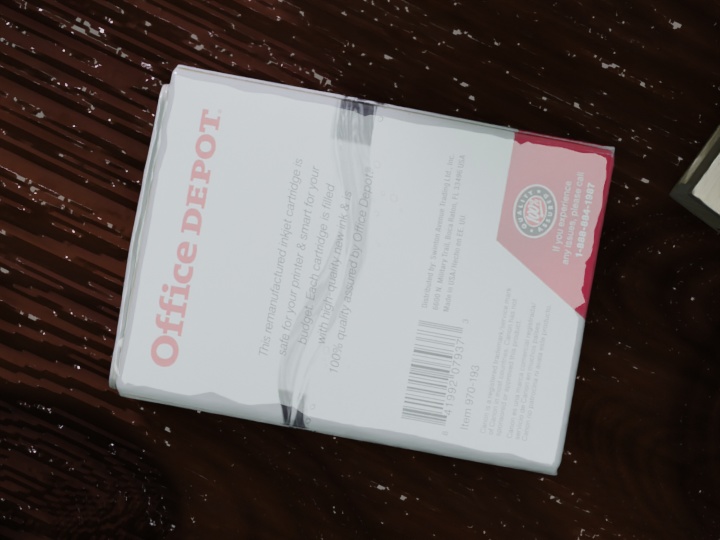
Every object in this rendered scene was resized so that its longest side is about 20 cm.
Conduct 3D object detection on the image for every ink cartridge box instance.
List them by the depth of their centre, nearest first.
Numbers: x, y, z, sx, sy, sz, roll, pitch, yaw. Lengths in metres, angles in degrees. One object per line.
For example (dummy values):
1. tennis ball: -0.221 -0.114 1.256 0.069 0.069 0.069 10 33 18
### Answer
1. ink cartridge box: 0.000 0.000 1.303 0.199 0.083 0.146 11 91 -1

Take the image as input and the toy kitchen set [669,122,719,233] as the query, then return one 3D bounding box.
1. toy kitchen set: 0.266 -0.066 1.268 0.180 0.163 0.200 36 90 -1
